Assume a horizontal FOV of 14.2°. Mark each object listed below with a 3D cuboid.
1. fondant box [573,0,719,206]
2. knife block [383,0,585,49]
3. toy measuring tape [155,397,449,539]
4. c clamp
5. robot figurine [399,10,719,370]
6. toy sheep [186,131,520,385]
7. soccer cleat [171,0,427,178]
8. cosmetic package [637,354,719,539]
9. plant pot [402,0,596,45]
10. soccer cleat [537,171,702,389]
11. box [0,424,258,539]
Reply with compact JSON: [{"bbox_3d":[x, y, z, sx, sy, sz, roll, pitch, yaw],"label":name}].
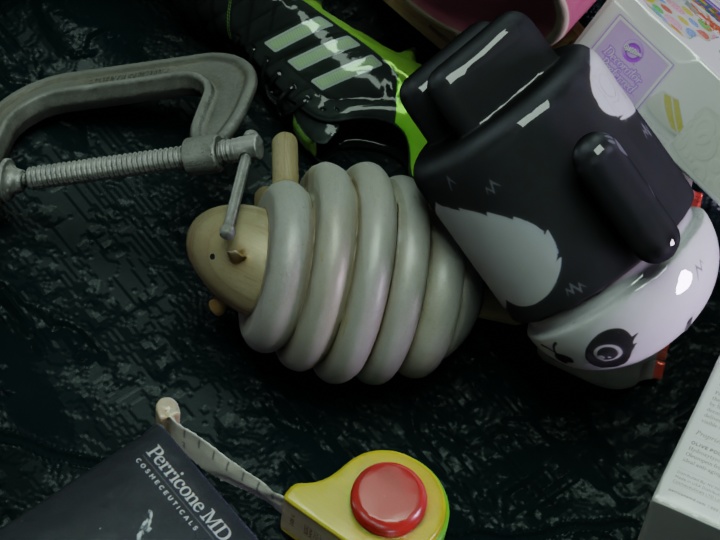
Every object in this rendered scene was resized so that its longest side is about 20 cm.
[{"bbox_3d":[0.215,-0.104,1.659,0.144,0.058,0.200,45,22,12],"label":"fondant box"},{"bbox_3d":[0.054,-0.192,1.764,0.200,0.064,0.176,39,17,-17],"label":"knife block"},{"bbox_3d":[-0.017,0.114,1.575,0.200,0.074,0.074,33,61,14],"label":"toy measuring tape"},{"bbox_3d":[-0.140,-0.074,1.647,0.199,0.027,0.171,-3,39,23],"label":"c clamp"},{"bbox_3d":[0.107,-0.040,1.561,0.200,0.125,0.150,54,21,-11],"label":"robot figurine"},{"bbox_3d":[0.000,0.000,1.613,0.199,0.138,0.138,8,58,-10],"label":"toy sheep"},{"bbox_3d":[-0.032,-0.117,1.719,0.199,0.068,0.081,26,72,10],"label":"soccer cleat"},{"bbox_3d":[0.227,0.088,1.591,0.085,0.108,0.200,23,58,10],"label":"cosmetic package"},{"bbox_3d":[0.095,-0.230,1.599,0.199,0.200,0.179,25,67,10],"label":"plant pot"},{"bbox_3d":[0.156,-0.025,1.678,0.077,0.069,0.201,13,61,6],"label":"soccer cleat"},{"bbox_3d":[-0.123,0.224,1.467,0.196,0.124,0.200,-33,67,-24],"label":"box"}]
